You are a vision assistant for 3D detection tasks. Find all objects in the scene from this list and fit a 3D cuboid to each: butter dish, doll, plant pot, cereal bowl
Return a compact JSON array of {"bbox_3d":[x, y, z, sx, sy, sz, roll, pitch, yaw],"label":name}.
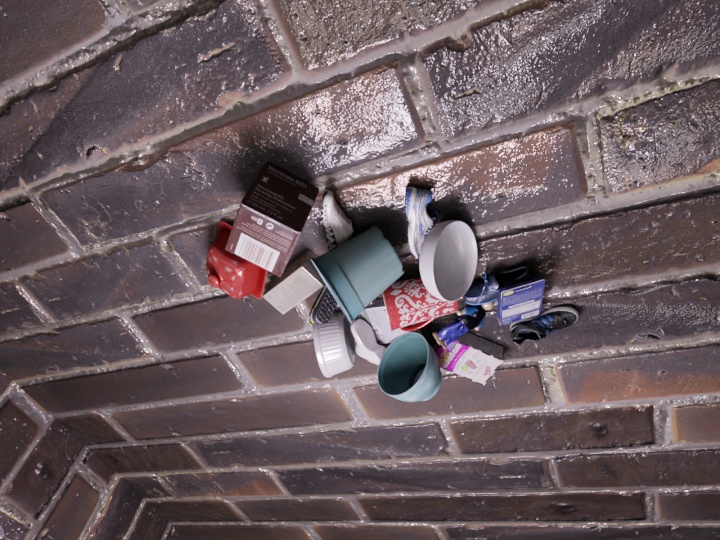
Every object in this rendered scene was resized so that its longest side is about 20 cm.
[{"bbox_3d":[-0.381,-0.002,1.519,0.198,0.148,0.202,34,133,14],"label":"butter dish"},{"bbox_3d":[0.302,0.145,1.508,0.198,0.049,0.136,-38,137,10],"label":"doll"},{"bbox_3d":[0.165,0.311,1.587,0.197,0.204,0.134,-28,129,32],"label":"plant pot"},{"bbox_3d":[0.000,0.000,1.388,0.193,0.201,0.203,-33,122,-5],"label":"plant pot"},{"bbox_3d":[0.216,-0.029,1.352,0.082,0.201,0.203,11,140,46],"label":"cereal bowl"}]

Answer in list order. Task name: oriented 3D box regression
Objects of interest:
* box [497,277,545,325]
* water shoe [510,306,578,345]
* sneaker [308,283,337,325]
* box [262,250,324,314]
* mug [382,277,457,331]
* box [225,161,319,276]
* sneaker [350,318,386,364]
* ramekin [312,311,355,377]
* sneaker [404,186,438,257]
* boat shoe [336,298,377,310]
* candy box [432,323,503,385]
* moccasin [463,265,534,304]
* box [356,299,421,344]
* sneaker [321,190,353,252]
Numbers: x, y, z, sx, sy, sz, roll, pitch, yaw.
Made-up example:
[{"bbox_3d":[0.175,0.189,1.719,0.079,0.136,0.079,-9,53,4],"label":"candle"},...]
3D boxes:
[{"bbox_3d":[0.430,0.078,1.411,0.118,0.033,0.201,-16,148,4],"label":"box"},{"bbox_3d":[0.524,0.166,1.490,0.196,0.080,0.072,-21,122,28],"label":"water shoe"},{"bbox_3d":[-0.094,0.068,1.526,0.071,0.202,0.082,40,163,-22],"label":"sneaker"},{"bbox_3d":[-0.195,0.038,1.573,0.198,0.079,0.095,-32,116,34],"label":"box"},{"bbox_3d":[0.166,0.086,1.483,0.194,0.138,0.178,-13,165,3],"label":"mug"},{"bbox_3d":[-0.226,-0.133,1.357,0.162,0.203,0.166,25,131,-8],"label":"box"},{"bbox_3d":[0.009,0.233,1.639,0.087,0.076,0.202,-8,130,36],"label":"sneaker"},{"bbox_3d":[-0.078,0.221,1.625,0.091,0.205,0.206,-11,127,7],"label":"ramekin"},{"bbox_3d":[0.162,-0.119,1.353,0.082,0.078,0.204,-2,129,10],"label":"sneaker"},{"bbox_3d":[-0.042,0.095,1.583,0.196,0.074,0.064,-18,116,22],"label":"boat shoe"},{"bbox_3d":[0.329,0.263,1.634,0.195,0.062,0.138,23,131,-3],"label":"candy box"},{"bbox_3d":[0.368,0.029,1.426,0.195,0.082,0.069,-23,137,15],"label":"moccasin"},{"bbox_3d":[0.076,0.159,1.628,0.194,0.042,0.158,-8,127,22],"label":"box"},{"bbox_3d":[-0.061,-0.131,1.410,0.078,0.077,0.203,-4,135,6],"label":"sneaker"}]
